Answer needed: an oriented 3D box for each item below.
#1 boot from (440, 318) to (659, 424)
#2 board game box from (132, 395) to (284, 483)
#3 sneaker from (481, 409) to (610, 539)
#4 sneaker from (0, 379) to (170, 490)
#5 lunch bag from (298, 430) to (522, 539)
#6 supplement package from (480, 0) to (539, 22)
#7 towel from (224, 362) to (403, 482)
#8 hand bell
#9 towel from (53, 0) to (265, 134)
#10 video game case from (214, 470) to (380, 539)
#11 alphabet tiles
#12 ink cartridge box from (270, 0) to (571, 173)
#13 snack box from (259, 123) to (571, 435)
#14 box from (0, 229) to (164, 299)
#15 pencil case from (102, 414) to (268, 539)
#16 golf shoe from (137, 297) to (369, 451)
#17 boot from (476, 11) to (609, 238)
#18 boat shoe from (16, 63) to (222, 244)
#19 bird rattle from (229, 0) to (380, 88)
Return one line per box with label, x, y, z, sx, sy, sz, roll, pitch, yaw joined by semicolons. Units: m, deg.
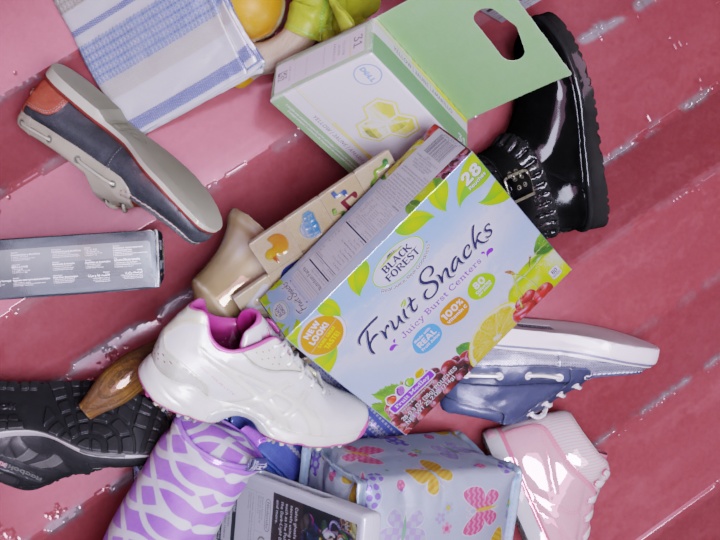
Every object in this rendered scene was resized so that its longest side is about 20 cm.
boot;0.171;0.095;0.945;0.200;0.073;0.090;8;100;-9
board game box;-0.130;0.206;0.908;0.135;0.035;0.200;-3;93;-10
sneaker;0.194;0.222;0.946;0.105;0.075;0.200;-22;92;-3
sneaker;-0.258;0.143;0.865;0.200;0.076;0.088;7;130;-2
lunch bag;0.036;0.249;0.875;0.170;0.127;0.200;2;102;-31
supplement package;0.140;-0.337;0.873;0.111;0.156;0.200;27;88;-11
towel;-0.011;0.106;0.909;0.200;0.024;0.145;-47;108;-15
hand bell;-0.148;0.050;0.849;0.200;0.104;0.104;-40;99;-15
towel;-0.181;-0.225;0.861;0.147;0.024;0.200;-25;96;21
video game case;-0.061;0.268;0.825;0.023;0.182;0.200;1;95;-45
alphabet tiles;0.000;0.000;0.851;0.200;0.006;0.166;-35;127;-6
ink cartridge box;0.050;-0.147;0.832;0.146;0.200;0.048;39;45;-42
snack box;0.047;0.012;0.835;0.200;0.068;0.169;-45;128;1
box;-0.257;-0.003;0.814;0.200;0.159;0.046;-4;92;-9
pencil case;-0.152;0.204;0.826;0.084;0.085;0.200;39;104;24
golf shoe;-0.070;0.084;0.817;0.200;0.075;0.092;18;107;-29
boot;0.128;-0.113;0.919;0.158;0.079;0.211;-14;95;-9
boat shoe;-0.200;-0.086;0.854;0.200;0.071;0.063;42;103;6
bird rattle;-0.080;-0.246;0.870;0.163;0.113;0.200;-32;95;10
